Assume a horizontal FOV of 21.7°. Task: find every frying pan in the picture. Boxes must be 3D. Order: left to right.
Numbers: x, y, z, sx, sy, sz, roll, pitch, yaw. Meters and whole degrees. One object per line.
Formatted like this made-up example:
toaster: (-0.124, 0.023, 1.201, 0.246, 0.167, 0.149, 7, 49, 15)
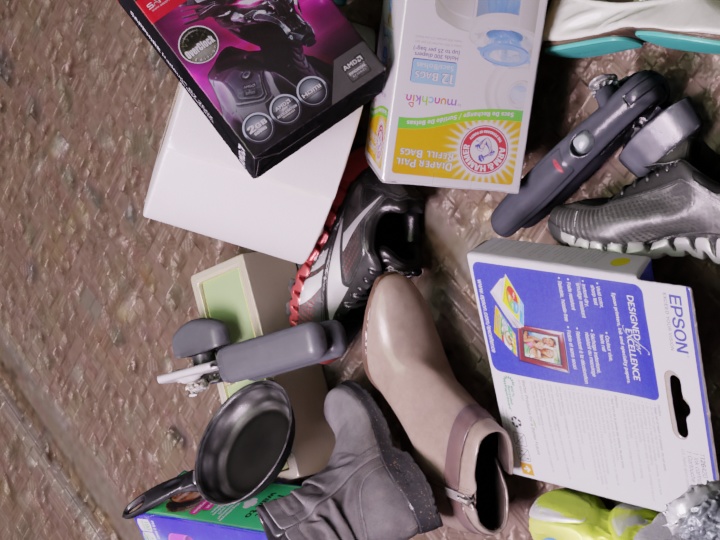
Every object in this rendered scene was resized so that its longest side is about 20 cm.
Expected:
frying pan: (-0.120, 0.176, 1.594, 0.190, 0.031, 0.115, -49, 36, 9)

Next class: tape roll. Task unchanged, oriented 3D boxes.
tape roll: (-0.084, -0.120, 1.521, 0.203, 0.138, 0.204, -163, 90, -83)

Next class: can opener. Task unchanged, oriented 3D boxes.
can opener: (-0.098, 0.066, 1.592, 0.199, 0.053, 0.067, -12, 86, 41)
can opener: (0.165, -0.083, 1.408, 0.200, 0.063, 0.079, -38, 70, 39)

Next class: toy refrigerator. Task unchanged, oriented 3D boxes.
toy refrigerator: (-0.084, 0.088, 1.660, 0.076, 0.070, 0.201, -21, 81, 42)

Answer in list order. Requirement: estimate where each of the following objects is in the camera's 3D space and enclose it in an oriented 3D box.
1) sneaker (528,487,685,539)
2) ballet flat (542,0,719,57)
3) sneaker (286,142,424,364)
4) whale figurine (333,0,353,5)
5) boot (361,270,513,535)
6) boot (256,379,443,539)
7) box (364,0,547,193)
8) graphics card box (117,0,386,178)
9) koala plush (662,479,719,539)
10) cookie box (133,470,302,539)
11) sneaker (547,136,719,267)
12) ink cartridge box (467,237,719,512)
sneaker: (0.213, 0.230, 1.404, 0.200, 0.075, 0.106, 14, 117, 49)
ballet flat: (0.210, -0.189, 1.356, 0.199, 0.069, 0.070, 6, 99, 47)
sneaker: (0.000, 0.000, 1.569, 0.098, 0.071, 0.201, 36, 117, 37)
whale figurine: (-0.038, -0.275, 1.450, 0.200, 0.103, 0.160, -128, 26, -56)
boot: (0.069, 0.110, 1.493, 0.146, 0.070, 0.201, 29, 136, 60)
boot: (-0.029, 0.169, 1.520, 0.200, 0.131, 0.070, 49, 162, 59)
box: (0.073, -0.168, 1.429, 0.101, 0.112, 0.201, -118, 35, -74)
graphics card box: (-0.088, -0.183, 1.401, 0.200, 0.125, 0.051, 53, 166, 11)
koala plush: (0.309, 0.163, 1.206, 0.177, 0.199, 0.185, 24, 111, 39)
cookie box: (-0.081, 0.268, 1.633, 0.199, 0.075, 0.172, 0, 121, 44)
sneaker: (0.224, -0.052, 1.351, 0.199, 0.066, 0.091, 5, 104, 39)
ink cartridge box: (0.182, 0.079, 1.384, 0.199, 0.047, 0.199, 9, 121, 40)
